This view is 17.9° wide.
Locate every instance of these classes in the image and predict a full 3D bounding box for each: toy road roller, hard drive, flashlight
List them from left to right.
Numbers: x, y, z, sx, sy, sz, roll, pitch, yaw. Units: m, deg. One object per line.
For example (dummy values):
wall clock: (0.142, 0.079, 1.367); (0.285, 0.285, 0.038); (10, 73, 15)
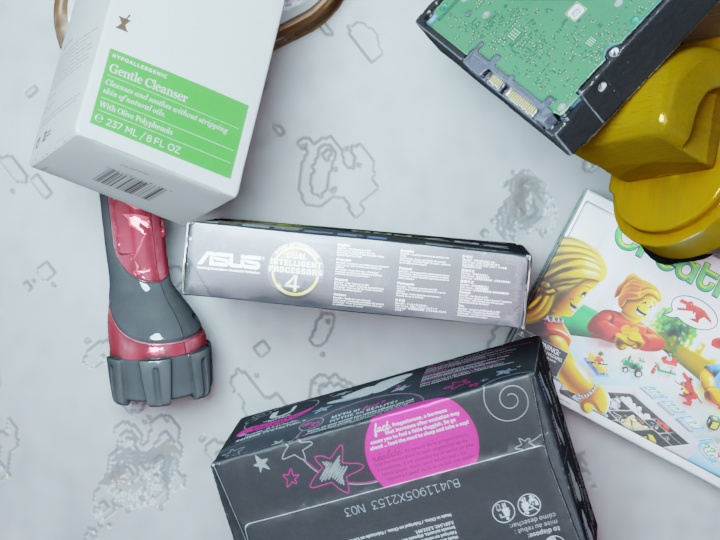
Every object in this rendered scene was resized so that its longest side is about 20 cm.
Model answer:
flashlight: (-0.131, -0.020, 1.394); (0.067, 0.068, 0.202); (-3, 101, 4)
hard drive: (0.142, -0.175, 1.297); (0.200, 0.038, 0.140); (-47, 46, -1)
toy road roller: (0.201, -0.104, 1.331); (0.146, 0.122, 0.201); (26, 69, -37)

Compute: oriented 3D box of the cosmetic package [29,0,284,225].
cosmetic package: (-0.109, -0.142, 1.324); (0.107, 0.085, 0.201); (20, 71, -23)

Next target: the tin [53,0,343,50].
tin: (-0.097, -0.179, 1.427); (0.199, 0.042, 0.113); (-27, 93, 1)

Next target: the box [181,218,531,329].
box: (0.000, 0.000, 1.359); (0.198, 0.161, 0.049); (6, 94, 3)

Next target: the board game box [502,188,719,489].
board game box: (0.198, 0.051, 1.416); (0.199, 0.035, 0.127); (27, 90, 2)

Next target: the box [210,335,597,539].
box: (0.031, 0.135, 1.366); (0.199, 0.115, 0.133); (-16, 98, 10)
